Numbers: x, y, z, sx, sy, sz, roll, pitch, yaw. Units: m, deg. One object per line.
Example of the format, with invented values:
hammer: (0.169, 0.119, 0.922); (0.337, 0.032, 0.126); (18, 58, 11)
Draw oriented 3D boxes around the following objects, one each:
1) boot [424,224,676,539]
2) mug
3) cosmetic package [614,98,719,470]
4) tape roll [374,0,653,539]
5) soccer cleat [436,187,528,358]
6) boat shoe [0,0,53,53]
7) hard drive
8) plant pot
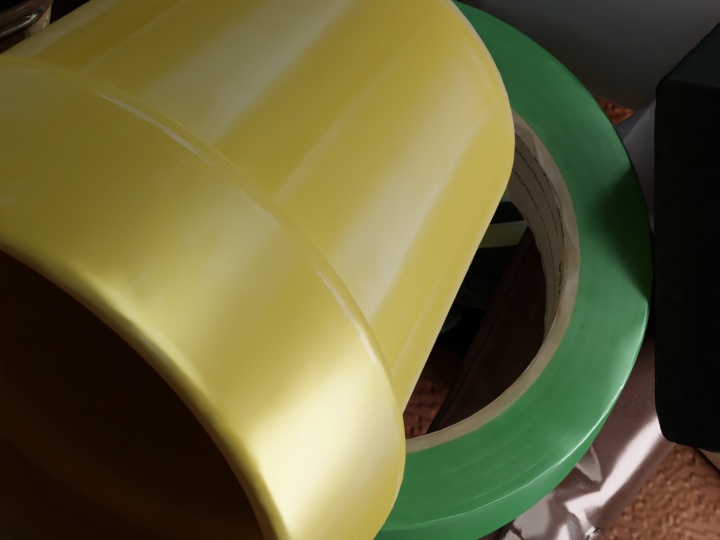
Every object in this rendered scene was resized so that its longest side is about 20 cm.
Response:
boot: (0.098, 0.093, 1.031); (0.186, 0.064, 0.200); (39, 64, -11)
mug: (0.127, -0.117, 1.151); (0.149, 0.153, 0.187); (-61, 151, -28)
cosmetic package: (0.152, 0.030, 1.129); (0.200, 0.083, 0.051); (45, 56, -8)
tape roll: (0.000, 0.000, 0.986); (0.200, 0.048, 0.201); (2, 69, -5)
soccer cleat: (0.018, -0.022, 1.069); (0.200, 0.068, 0.081); (44, 56, -12)
boat shoe: (-0.184, -0.090, 0.938); (0.200, 0.074, 0.076); (-15, 76, -42)
hard drive: (0.157, -0.041, 1.027); (0.200, 0.033, 0.140); (-42, 137, -51)
plant pot: (-0.052, -0.005, 0.868); (0.201, 0.201, 0.189); (47, 55, -8)
